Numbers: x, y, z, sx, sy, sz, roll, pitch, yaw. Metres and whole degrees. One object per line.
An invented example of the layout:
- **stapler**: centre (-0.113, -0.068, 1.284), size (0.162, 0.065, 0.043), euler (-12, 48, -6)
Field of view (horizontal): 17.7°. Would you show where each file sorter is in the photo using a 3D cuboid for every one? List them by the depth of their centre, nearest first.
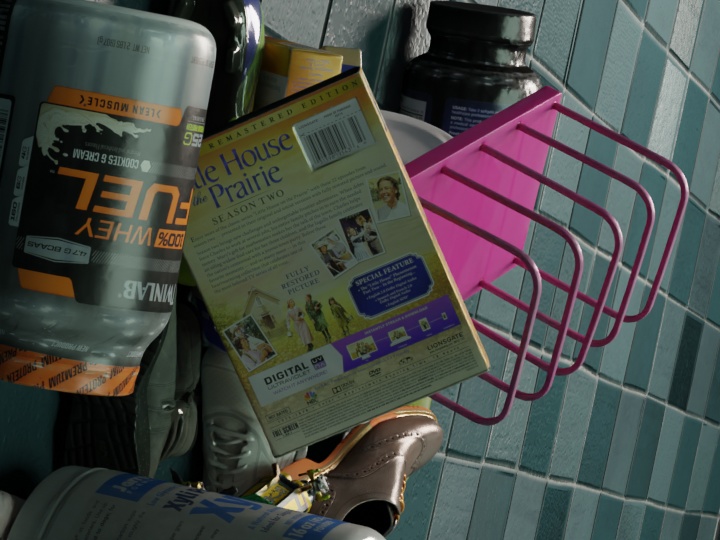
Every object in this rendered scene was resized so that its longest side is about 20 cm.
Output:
- **file sorter**: centre (0.106, -0.007, 1.498), size (0.200, 0.125, 0.139), euler (-31, 142, -48)

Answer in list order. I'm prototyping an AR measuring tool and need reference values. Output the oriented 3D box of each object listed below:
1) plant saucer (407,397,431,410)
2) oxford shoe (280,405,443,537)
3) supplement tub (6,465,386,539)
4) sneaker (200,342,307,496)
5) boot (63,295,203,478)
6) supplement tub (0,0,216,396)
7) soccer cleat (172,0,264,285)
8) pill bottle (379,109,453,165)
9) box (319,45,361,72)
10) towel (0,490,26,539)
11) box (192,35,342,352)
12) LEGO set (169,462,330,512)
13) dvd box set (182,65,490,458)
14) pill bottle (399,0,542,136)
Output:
- **plant saucer**: centre (0.030, 0.087, 1.770), size (0.200, 0.031, 0.201), euler (-170, -90, -82)
- **oxford shoe**: centre (0.005, 0.155, 1.605), size (0.200, 0.073, 0.072), euler (-29, 142, -47)
- **supplement tub**: centre (-0.089, 0.190, 1.299), size (0.132, 0.199, 0.133), euler (11, 90, -69)
- **sneaker**: centre (-0.077, 0.129, 1.585), size (0.081, 0.075, 0.200), euler (-50, 146, -35)
- **boot**: centre (-0.133, 0.042, 1.415), size (0.131, 0.067, 0.201), euler (-51, 152, -64)
- **supplement tub**: centre (-0.150, -0.040, 1.222), size (0.122, 0.122, 0.201), euler (1, 99, -69)
- **soccer cleat**: centre (-0.090, -0.089, 1.444), size (0.084, 0.064, 0.201), euler (-51, 148, -69)
- **pill bottle**: centre (0.000, 0.000, 1.584), size (0.112, 0.112, 0.201), euler (-38, 148, -60)
- **box**: centre (-0.035, -0.032, 1.494), size (0.121, 0.032, 0.201), euler (154, -63, -62)
- **towel**: centre (-0.205, 0.232, 1.348), size (0.200, 0.032, 0.192), euler (40, 62, -68)
- **box**: centre (-0.062, -0.046, 1.472), size (0.119, 0.041, 0.201), euler (-154, -111, -65)
- **LEGO set**: centre (-0.052, 0.206, 1.470), size (0.201, 0.153, 0.116), euler (62, 30, -4)
- **dvd box set**: centre (-0.026, -0.004, 1.396), size (0.029, 0.146, 0.201), euler (-83, 149, -77)
- **pill bottle**: centre (0.084, -0.107, 1.821), size (0.112, 0.111, 0.201), euler (-18, 118, -67)
